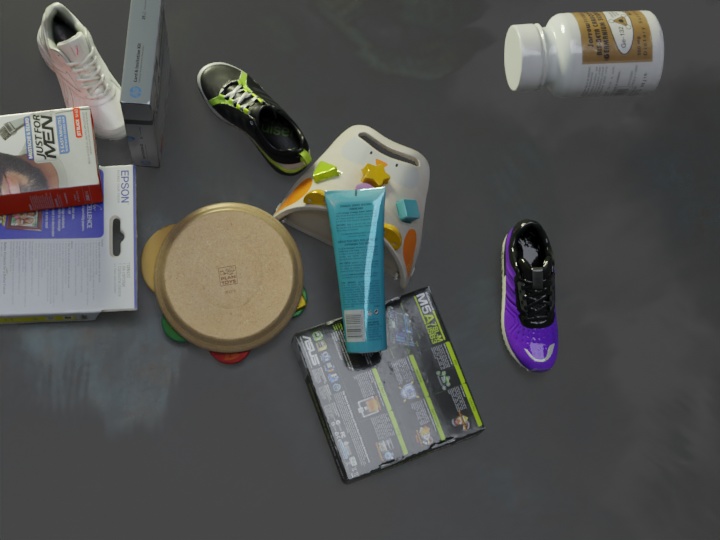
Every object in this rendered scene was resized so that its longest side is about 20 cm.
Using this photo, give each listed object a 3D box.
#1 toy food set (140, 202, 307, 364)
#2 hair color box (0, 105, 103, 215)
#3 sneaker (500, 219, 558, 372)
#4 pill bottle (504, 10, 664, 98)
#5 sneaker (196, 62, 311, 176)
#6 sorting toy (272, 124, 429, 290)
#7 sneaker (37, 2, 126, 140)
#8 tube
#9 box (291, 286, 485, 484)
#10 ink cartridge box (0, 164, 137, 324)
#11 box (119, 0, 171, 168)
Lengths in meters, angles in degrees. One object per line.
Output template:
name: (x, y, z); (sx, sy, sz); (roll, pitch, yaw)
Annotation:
toy food set: (-0.169, 0.013, 1.624); (0.198, 0.049, 0.200); (-25, 81, -9)
hair color box: (-0.428, -0.134, 1.590); (0.198, 0.064, 0.112); (-9, 72, -9)
sneaker: (0.220, 0.027, 1.645); (0.069, 0.100, 0.203); (-4, 74, -6)
pill bottle: (0.303, -0.294, 1.742); (0.197, 0.114, 0.116); (-4, 74, -8)
sneaker: (-0.133, -0.211, 1.679); (0.200, 0.083, 0.072); (43, 73, 6)
sorting toy: (0.010, -0.106, 1.673); (0.198, 0.107, 0.181); (25, 54, 1)
sneaker: (-0.363, -0.259, 1.655); (0.078, 0.099, 0.201); (-34, 81, -15)
tube: (0.000, 0.000, 1.575); (0.076, 0.050, 0.203); (-4, 93, 4)
box: (0.034, 0.144, 1.618); (0.191, 0.048, 0.202); (-19, 76, -15)
ink cartridge box: (-0.383, -0.034, 1.618); (0.197, 0.047, 0.200); (-1, 72, -9)
box: (-0.269, -0.240, 1.608); (0.041, 0.200, 0.158); (4, 73, -3)
